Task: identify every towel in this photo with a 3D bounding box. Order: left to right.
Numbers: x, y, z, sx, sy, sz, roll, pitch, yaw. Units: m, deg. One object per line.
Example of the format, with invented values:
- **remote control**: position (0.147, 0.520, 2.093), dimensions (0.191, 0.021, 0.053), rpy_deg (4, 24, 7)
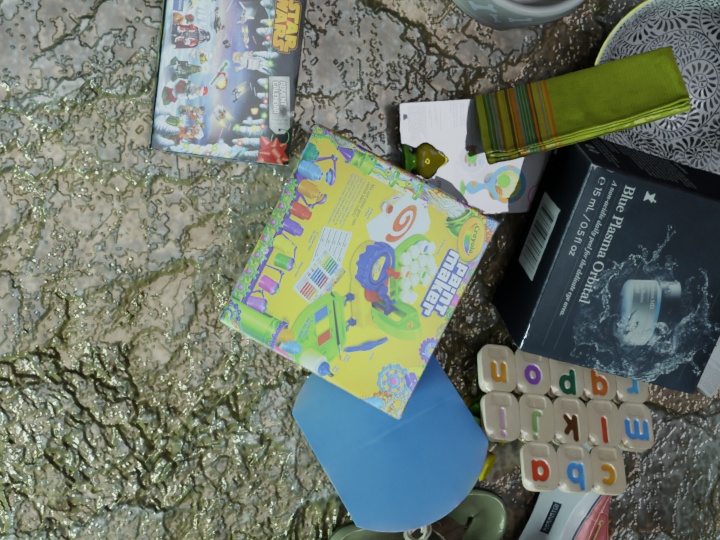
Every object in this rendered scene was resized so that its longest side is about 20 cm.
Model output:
- **towel**: position (0.208, -0.161, 1.154), dimensions (0.197, 0.087, 0.018), rpy_deg (-14, 143, 9)

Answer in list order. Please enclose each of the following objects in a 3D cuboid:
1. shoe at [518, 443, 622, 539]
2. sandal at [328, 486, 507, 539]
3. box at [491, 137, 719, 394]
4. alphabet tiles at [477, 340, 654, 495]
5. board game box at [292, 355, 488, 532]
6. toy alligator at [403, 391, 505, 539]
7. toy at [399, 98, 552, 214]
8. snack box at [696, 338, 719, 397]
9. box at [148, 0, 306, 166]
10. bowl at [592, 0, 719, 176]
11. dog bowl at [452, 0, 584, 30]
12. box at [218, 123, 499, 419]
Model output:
- **shoe**: position (0.237, 0.263, 1.290), dimensions (0.091, 0.071, 0.202), rpy_deg (39, 75, -35)
- **sandal**: position (0.063, 0.284, 1.249), dimensions (0.198, 0.057, 0.081), rpy_deg (-14, 99, -12)
- **box**: position (0.263, -0.009, 1.191), dimensions (0.197, 0.118, 0.199), rpy_deg (14, 110, -13)
- **alphabet tiles**: position (0.212, 0.132, 1.247), dimensions (0.197, 0.015, 0.199), rpy_deg (7, 66, -20)
- **board game box**: position (0.031, 0.166, 1.209), dimensions (0.156, 0.039, 0.201), rpy_deg (-27, 66, -14)
- **toy alligator**: position (0.102, 0.188, 1.226), dimensions (0.059, 0.054, 0.201), rpy_deg (28, 69, 18)
- **toy**: position (0.136, -0.118, 1.229), dimensions (0.196, 0.047, 0.117), rpy_deg (-5, 101, -8)
- **snack box**: position (0.333, 0.047, 1.307), dimensions (0.200, 0.024, 0.072), rpy_deg (43, 86, -15)
- **box**: position (-0.125, -0.208, 1.156), dimensions (0.135, 0.040, 0.204), rpy_deg (5, 95, -15)
- **bowl**: position (0.325, -0.199, 1.228), dimensions (0.197, 0.095, 0.204), rpy_deg (1, 117, 2)
- **dog bowl**: position (0.168, -0.342, 1.206), dimensions (0.196, 0.059, 0.204), rpy_deg (-2, 97, -14)
- **box**: position (0.000, 0.000, 1.142), dimensions (0.191, 0.122, 0.202), rpy_deg (28, 92, 1)
